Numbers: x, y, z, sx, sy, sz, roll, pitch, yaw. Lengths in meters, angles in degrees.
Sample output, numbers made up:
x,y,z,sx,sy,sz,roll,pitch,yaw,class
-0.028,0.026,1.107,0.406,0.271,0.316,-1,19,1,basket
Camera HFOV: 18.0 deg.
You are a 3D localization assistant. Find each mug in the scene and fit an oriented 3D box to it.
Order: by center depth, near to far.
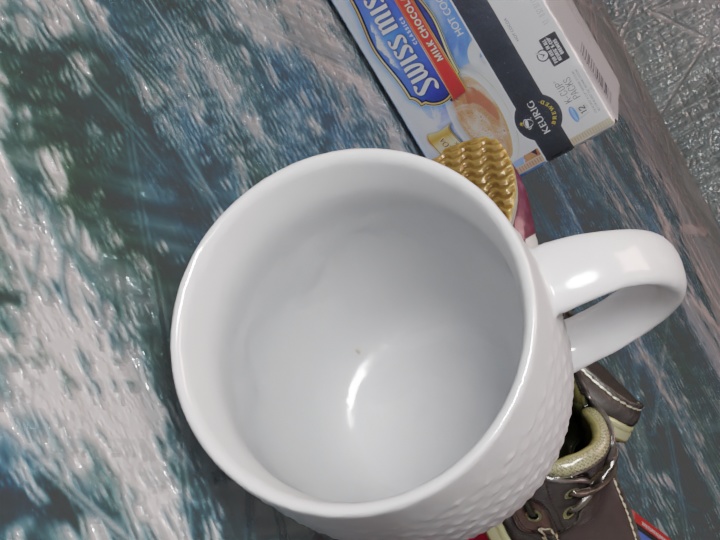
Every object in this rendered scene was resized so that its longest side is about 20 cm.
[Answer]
x,y,z,sx,sy,sz,roll,pitch,yaw,class
0.041,0.035,0.948,0.175,0.200,0.148,47,21,-69,mug

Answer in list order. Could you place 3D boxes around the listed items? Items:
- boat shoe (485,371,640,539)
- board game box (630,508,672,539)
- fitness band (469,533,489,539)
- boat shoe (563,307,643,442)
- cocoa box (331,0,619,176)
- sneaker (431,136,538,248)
x,y,z,sx,sy,sz,roll,pitch,yaw,class
0.089,0.088,1.091,0.073,0.065,0.200,-52,122,-32,boat shoe
0.173,0.209,1.358,0.200,0.019,0.103,38,55,-58,board game box
0.052,0.165,1.068,0.144,0.037,0.200,54,17,-29,fitness band
0.088,0.015,1.294,0.201,0.066,0.072,41,6,17,boat shoe
0.077,-0.169,1.595,0.200,0.131,0.133,58,15,-12,cocoa box
0.087,0.009,1.438,0.090,0.075,0.200,57,19,-50,sneaker
